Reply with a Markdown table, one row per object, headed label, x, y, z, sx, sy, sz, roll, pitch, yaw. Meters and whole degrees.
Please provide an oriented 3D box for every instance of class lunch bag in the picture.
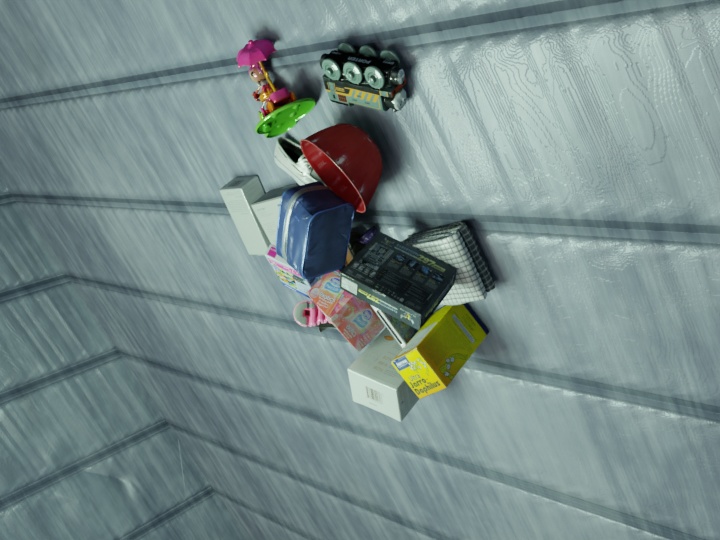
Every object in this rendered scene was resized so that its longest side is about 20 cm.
| label | x | y | z | sx | sy | sz | roll | pitch | yaw |
| --- | --- | --- | --- | --- | --- | --- | --- | --- | --- |
| lunch bag | -0.109 | -0.088 | 1.564 | 0.132 | 0.134 | 0.204 | 40 | 131 | 36 |

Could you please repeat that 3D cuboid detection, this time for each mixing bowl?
| label | x | y | z | sx | sy | sz | roll | pitch | yaw |
| --- | --- | --- | --- | --- | --- | --- | --- | --- | --- |
| mixing bowl | -0.024 | -0.234 | 1.489 | 0.200 | 0.108 | 0.201 | 44 | 169 | 10 |

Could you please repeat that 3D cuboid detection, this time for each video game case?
| label | x | y | z | sx | sy | sz | roll | pitch | yaw |
| --- | --- | --- | --- | --- | --- | --- | --- | --- | --- |
| video game case | 0.092 | 0.102 | 1.660 | 0.018 | 0.143 | 0.202 | -33 | 97 | 30 |

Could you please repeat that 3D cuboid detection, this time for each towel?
| label | x | y | z | sx | sy | sz | roll | pitch | yaw |
| --- | --- | --- | --- | --- | --- | --- | --- | --- | --- |
| towel | 0.178 | -0.010 | 1.526 | 0.197 | 0.086 | 0.168 | -10 | 116 | 47 |

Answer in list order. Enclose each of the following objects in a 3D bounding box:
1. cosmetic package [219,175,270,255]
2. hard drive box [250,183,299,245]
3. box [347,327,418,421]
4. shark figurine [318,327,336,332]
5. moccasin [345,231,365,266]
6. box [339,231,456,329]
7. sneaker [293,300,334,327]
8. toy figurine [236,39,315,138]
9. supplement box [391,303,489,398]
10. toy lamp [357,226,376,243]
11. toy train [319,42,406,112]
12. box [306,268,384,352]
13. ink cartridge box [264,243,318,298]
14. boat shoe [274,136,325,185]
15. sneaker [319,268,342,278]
| label | x | y | z | sx | sy | sz | roll | pitch | yaw |
| --- | --- | --- | --- | --- | --- | --- | --- | --- | --- |
| cosmetic package | -0.288 | -0.145 | 1.884 | 0.100 | 0.074 | 0.203 | 4 | 126 | 43 |
| hard drive box | -0.170 | -0.108 | 1.792 | 0.154 | 0.077 | 0.203 | -5 | 118 | 46 |
| box | 0.087 | 0.246 | 1.734 | 0.150 | 0.200 | 0.108 | 17 | 132 | 34 |
| shark figurine | -0.067 | 0.145 | 1.898 | 0.213 | 0.089 | 0.129 | 38 | 143 | 17 |
| moccasin | -0.001 | 0.001 | 1.721 | 0.077 | 0.073 | 0.204 | 8 | 132 | 59 |
| box | 0.077 | 0.016 | 1.446 | 0.197 | 0.158 | 0.052 | 26 | 140 | 21 |
| sneaker | -0.076 | 0.118 | 1.819 | 0.194 | 0.081 | 0.095 | 7 | 167 | -5 |
| toy figurine | -0.206 | -0.415 | 1.560 | 0.188 | 0.148 | 0.200 | 65 | 166 | 1 |
| supplement box | 0.181 | 0.172 | 1.579 | 0.110 | 0.200 | 0.109 | 49 | 143 | -2 |
| toy lamp | 0.069 | -0.006 | 1.657 | 0.202 | 0.058 | 0.058 | 53 | 142 | -4 |
| toy train | 0.007 | -0.378 | 1.391 | 0.197 | 0.086 | 0.115 | 20 | 146 | 30 |
| box | -0.031 | 0.094 | 1.656 | 0.103 | 0.094 | 0.201 | 44 | 174 | 36 |
| ink cartridge box | -0.160 | 0.016 | 1.777 | 0.117 | 0.043 | 0.201 | 24 | 162 | 23 |
| boat shoe | -0.128 | -0.243 | 1.639 | 0.198 | 0.074 | 0.066 | 32 | 144 | 19 |
| sneaker | -0.057 | 0.025 | 1.765 | 0.078 | 0.066 | 0.200 | 40 | 168 | 6 |
